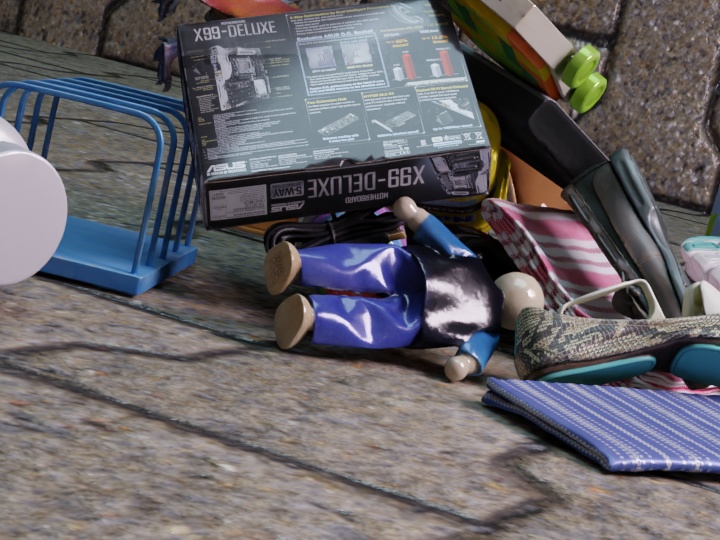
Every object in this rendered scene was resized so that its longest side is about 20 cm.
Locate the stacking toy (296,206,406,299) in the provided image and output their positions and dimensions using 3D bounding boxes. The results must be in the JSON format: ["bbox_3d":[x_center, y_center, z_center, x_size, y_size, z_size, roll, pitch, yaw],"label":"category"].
[{"bbox_3d":[0.000,0.000,1.384,0.085,0.086,0.200,12,12,-7],"label":"stacking toy"}]

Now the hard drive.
[{"bbox_3d":[0.128,-0.116,1.520,0.139,0.033,0.200,42,1,-36],"label":"hard drive"}]

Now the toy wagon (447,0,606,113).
[{"bbox_3d":[0.114,-0.176,1.433,0.155,0.040,0.200,42,-1,16],"label":"toy wagon"}]

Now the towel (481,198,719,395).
[{"bbox_3d":[0.189,0.017,1.429,0.146,0.030,0.200,6,40,-42],"label":"towel"}]

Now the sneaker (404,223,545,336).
[{"bbox_3d":[0.080,0.002,1.486,0.200,0.071,0.098,22,3,42],"label":"sneaker"}]

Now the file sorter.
[{"bbox_3d":[-0.192,-0.068,1.375,0.138,0.124,0.200,13,8,4],"label":"file sorter"}]

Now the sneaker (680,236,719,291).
[{"bbox_3d":[0.300,0.057,1.456,0.077,0.092,0.200,-1,31,-21],"label":"sneaker"}]

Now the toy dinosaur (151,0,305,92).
[{"bbox_3d":[-0.065,-0.171,1.444,0.180,0.106,0.200,-3,-7,-23],"label":"toy dinosaur"}]

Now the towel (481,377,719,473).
[{"bbox_3d":[0.190,0.103,1.187,0.199,0.024,0.145,6,12,-31],"label":"towel"}]

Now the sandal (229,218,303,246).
[{"bbox_3d":[-0.053,-0.049,1.672,0.205,0.080,0.059,6,6,17],"label":"sandal"}]

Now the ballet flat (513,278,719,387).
[{"bbox_3d":[0.198,0.041,1.276,0.199,0.076,0.068,-1,-24,-8],"label":"ballet flat"}]

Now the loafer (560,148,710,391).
[{"bbox_3d":[0.202,0.007,1.382,0.063,0.201,0.072,-25,-34,12],"label":"loafer"}]

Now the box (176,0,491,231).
[{"bbox_3d":[-0.022,-0.113,1.336,0.199,0.050,0.158,-8,50,-7],"label":"box"}]

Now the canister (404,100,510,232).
[{"bbox_3d":[0.043,-0.087,1.535,0.147,0.087,0.200,10,-7,6],"label":"canister"}]

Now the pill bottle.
[{"bbox_3d":[-0.271,-0.054,1.189,0.112,0.113,0.199,5,12,-46],"label":"pill bottle"}]

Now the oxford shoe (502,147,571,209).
[{"bbox_3d":[0.166,-0.061,1.685,0.071,0.201,0.071,-21,6,12],"label":"oxford shoe"}]

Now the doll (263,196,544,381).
[{"bbox_3d":[0.037,0.013,1.271,0.199,0.137,0.048,4,-32,-28],"label":"doll"}]

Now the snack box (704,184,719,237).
[{"bbox_3d":[0.346,0.013,1.517,0.067,0.170,0.200,12,6,-27],"label":"snack box"}]

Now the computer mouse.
[{"bbox_3d":[-0.033,-0.085,1.371,0.109,0.044,0.201,-15,46,-5],"label":"computer mouse"}]

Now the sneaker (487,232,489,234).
[{"bbox_3d":[0.086,-0.057,1.680,0.077,0.147,0.202,9,10,-35],"label":"sneaker"}]
